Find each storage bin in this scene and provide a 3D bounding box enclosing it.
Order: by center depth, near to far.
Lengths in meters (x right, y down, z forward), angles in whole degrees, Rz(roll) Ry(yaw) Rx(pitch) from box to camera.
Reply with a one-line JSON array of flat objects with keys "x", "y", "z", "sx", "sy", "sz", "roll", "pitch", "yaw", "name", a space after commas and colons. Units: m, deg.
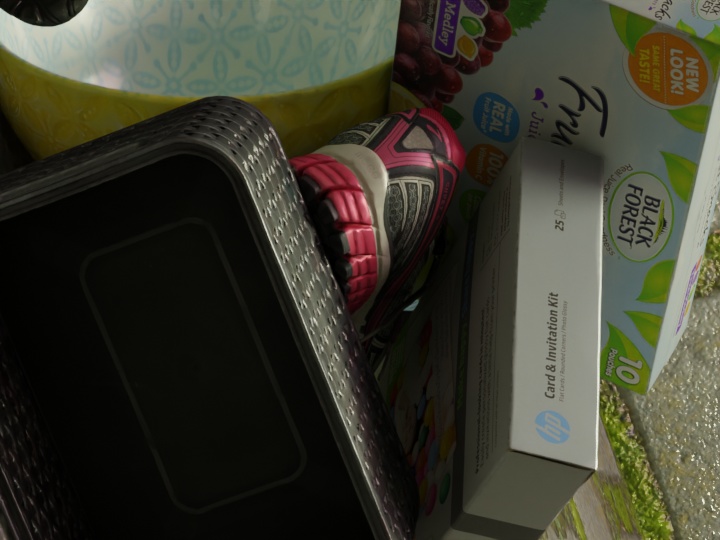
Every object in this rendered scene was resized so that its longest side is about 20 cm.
[{"x": -0.071, "y": 0.049, "z": 1.031, "sx": 0.094, "sy": 0.135, "sz": 0.201, "roll": -70, "pitch": 139, "yaw": -75, "name": "storage bin"}]

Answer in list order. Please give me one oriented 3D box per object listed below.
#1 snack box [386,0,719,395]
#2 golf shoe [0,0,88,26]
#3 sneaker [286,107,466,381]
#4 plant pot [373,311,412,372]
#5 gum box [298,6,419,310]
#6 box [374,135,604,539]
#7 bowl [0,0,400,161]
[{"x": 0.083, "y": -0.055, "z": 1.139, "sx": 0.053, "sy": 0.142, "sz": 0.200, "roll": -54, "pitch": 159, "yaw": -41, "name": "snack box"}, {"x": -0.145, "y": -0.178, "z": 1.215, "sx": 0.095, "sy": 0.078, "sz": 0.200, "roll": 55, "pitch": 14, "yaw": -54, "name": "golf shoe"}, {"x": 0.000, "y": 0.000, "z": 1.146, "sx": 0.081, "sy": 0.075, "sz": 0.200, "roll": 54, "pitch": -20, "yaw": 13, "name": "sneaker"}, {"x": 0.014, "y": 0.015, "z": 1.455, "sx": 0.178, "sy": 0.199, "sz": 0.200, "roll": -67, "pitch": 138, "yaw": -59, "name": "plant pot"}, {"x": 0.049, "y": -0.065, "z": 1.343, "sx": 0.200, "sy": 0.044, "sz": 0.171, "roll": 1, "pitch": 71, "yaw": -45, "name": "gum box"}, {"x": 0.045, "y": 0.065, "z": 1.118, "sx": 0.200, "sy": 0.041, "sz": 0.156, "roll": 119, "pitch": -19, "yaw": -51, "name": "box"}, {"x": -0.070, "y": -0.068, "z": 1.207, "sx": 0.200, "sy": 0.199, "sz": 0.108, "roll": -90, "pitch": -179, "yaw": -63, "name": "bowl"}]
